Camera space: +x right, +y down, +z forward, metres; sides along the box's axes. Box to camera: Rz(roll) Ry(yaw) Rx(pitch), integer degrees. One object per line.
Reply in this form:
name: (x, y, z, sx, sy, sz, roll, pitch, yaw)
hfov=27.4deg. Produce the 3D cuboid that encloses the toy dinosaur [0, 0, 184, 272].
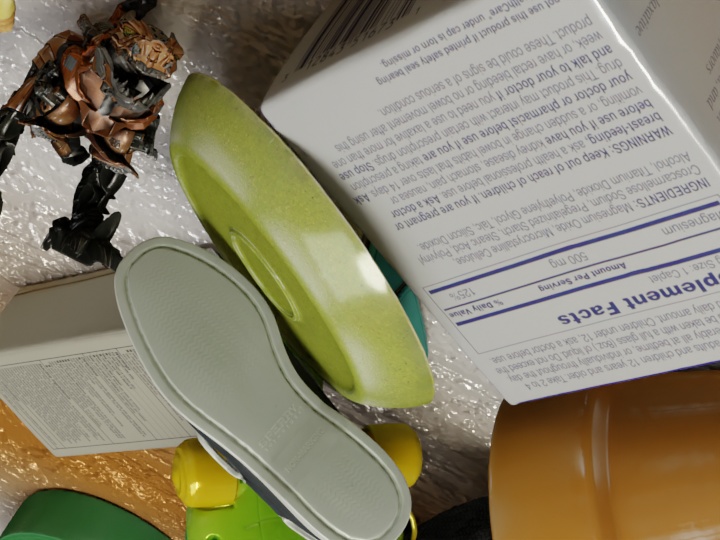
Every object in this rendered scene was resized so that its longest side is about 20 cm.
toy dinosaur: (-0.145, -0.078, 0.780, 0.101, 0.137, 0.200, 22, 171, -5)

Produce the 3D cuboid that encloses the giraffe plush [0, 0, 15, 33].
giraffe plush: (-0.078, -0.196, 0.585, 0.160, 0.201, 0.174, -5, 134, -2)

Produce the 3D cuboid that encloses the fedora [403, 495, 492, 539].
fedora: (0.062, 0.203, 0.892, 0.200, 0.200, 0.092, -24, 104, 46)

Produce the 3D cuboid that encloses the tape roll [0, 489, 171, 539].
tape roll: (-0.217, 0.270, 1.259, 0.198, 0.048, 0.202, 19, 141, 16)

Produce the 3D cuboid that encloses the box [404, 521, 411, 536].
box: (0.007, 0.300, 1.019, 0.197, 0.201, 0.123, 44, 141, -18)

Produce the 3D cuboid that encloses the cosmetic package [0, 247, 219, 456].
cosmetic package: (-0.151, 0.058, 0.961, 0.198, 0.073, 0.104, -10, 127, 40)

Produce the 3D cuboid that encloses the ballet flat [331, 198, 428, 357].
ballet flat: (0.000, 0.000, 0.806, 0.062, 0.068, 0.201, 25, 143, 23)

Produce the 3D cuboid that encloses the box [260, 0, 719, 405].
box: (0.094, -0.057, 0.644, 0.183, 0.105, 0.200, -17, 121, 46)

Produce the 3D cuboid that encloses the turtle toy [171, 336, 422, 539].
turtle toy: (-0.042, 0.128, 0.838, 0.144, 0.203, 0.101, -1, 167, -20)

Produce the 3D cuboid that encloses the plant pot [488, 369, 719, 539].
plant pot: (0.188, 0.129, 0.735, 0.182, 0.201, 0.201, -18, 123, 26)

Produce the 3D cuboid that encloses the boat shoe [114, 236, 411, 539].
boat shoe: (-0.056, 0.071, 0.765, 0.201, 0.075, 0.060, 52, 162, 8)

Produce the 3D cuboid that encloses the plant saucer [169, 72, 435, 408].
plant saucer: (-0.037, -0.006, 0.730, 0.200, 0.031, 0.200, 50, 167, 16)
